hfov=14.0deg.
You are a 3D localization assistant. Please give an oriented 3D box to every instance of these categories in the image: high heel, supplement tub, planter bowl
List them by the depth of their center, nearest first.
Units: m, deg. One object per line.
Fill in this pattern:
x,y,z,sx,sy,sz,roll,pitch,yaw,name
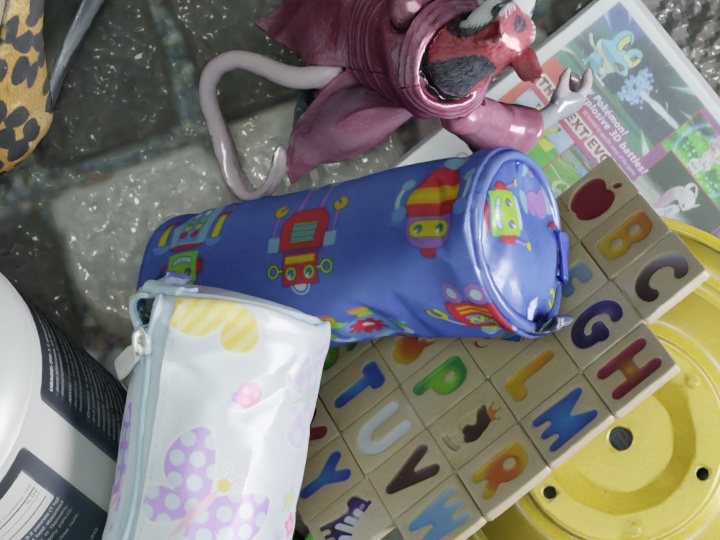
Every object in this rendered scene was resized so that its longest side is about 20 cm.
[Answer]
-0.175,0.073,1.226,0.140,0.200,0.141,-11,60,20,supplement tub
-0.184,-0.119,1.258,0.071,0.200,0.143,27,85,36,high heel
0.111,0.072,1.271,0.199,0.083,0.201,0,89,2,planter bowl

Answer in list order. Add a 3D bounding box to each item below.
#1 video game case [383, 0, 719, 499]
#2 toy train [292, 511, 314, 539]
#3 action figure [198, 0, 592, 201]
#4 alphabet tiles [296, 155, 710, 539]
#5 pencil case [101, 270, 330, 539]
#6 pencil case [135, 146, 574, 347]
0.110,0.002,1.326,0.182,0.023,0.200,-39,87,0,video game case
-0.011,0.146,1.317,0.056,0.042,0.200,-43,88,10,toy train
0.014,-0.102,1.236,0.148,0.200,0.134,-26,106,-13,action figure
0.049,0.038,1.248,0.200,0.167,0.006,-39,127,4,alphabet tiles
-0.068,0.104,1.196,0.083,0.091,0.201,9,90,31,pencil case
0.000,0.000,1.259,0.199,0.087,0.078,-10,67,37,pencil case
